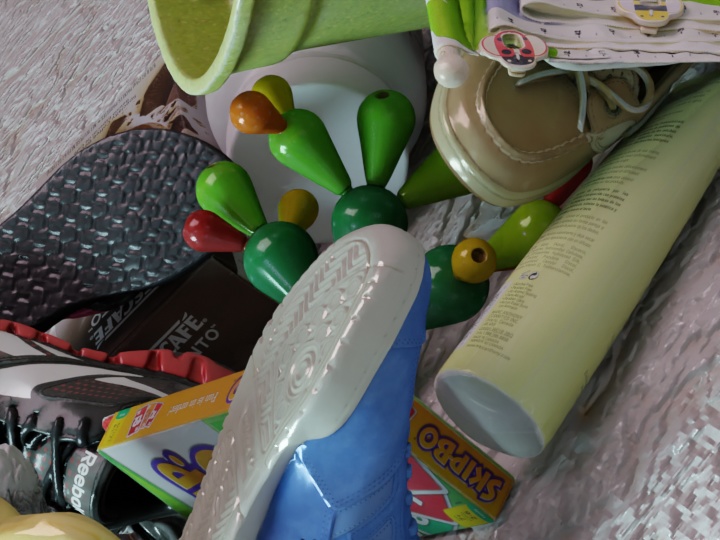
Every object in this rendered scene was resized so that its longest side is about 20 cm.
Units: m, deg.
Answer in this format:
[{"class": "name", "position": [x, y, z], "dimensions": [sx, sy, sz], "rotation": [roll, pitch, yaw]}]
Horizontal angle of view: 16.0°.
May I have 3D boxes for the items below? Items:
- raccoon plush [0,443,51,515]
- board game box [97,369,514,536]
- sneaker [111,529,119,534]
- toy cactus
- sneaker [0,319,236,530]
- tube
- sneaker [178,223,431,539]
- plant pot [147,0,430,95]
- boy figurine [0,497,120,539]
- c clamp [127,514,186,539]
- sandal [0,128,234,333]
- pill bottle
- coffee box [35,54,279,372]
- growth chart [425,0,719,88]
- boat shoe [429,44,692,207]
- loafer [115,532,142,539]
[{"class": "raccoon plush", "position": [-0.129, 0.178, 1.010], "dimensions": [0.096, 0.201, 0.134], "rotation": [-22, 12, -21]}, {"class": "board game box", "position": [-0.032, 0.081, 1.063], "dimensions": [0.200, 0.095, 0.030], "rotation": [-17, 38, 56]}, {"class": "sneaker", "position": [-0.160, 0.074, 1.329], "dimensions": [0.060, 0.104, 0.200], "rotation": [-38, 25, 32]}, {"class": "toy cactus", "position": [0.000, 0.000, 1.120], "dimensions": [0.199, 0.102, 0.166], "rotation": [8, 85, 25]}, {"class": "sneaker", "position": [-0.147, 0.073, 1.188], "dimensions": [0.098, 0.200, 0.071], "rotation": [-93, 14, -63]}, {"class": "tube", "position": [0.102, -0.015, 1.021], "dimensions": [0.058, 0.052, 0.200], "rotation": [20, 59, 28]}, {"class": "sneaker", "position": [0.004, 0.088, 0.942], "dimensions": [0.201, 0.111, 0.077], "rotation": [-66, 23, 5]}, {"class": "plant pot", "position": [0.011, -0.180, 1.131], "dimensions": [0.200, 0.183, 0.201], "rotation": [177, 90, -72]}, {"class": "boy figurine", "position": [-0.157, 0.133, 0.972], "dimensions": [0.200, 0.064, 0.125], "rotation": [-28, 31, 31]}, {"class": "c clamp", "position": [-0.136, 0.182, 1.209], "dimensions": [0.200, 0.027, 0.171], "rotation": [-47, 22, 9]}, {"class": "sandal", "position": [-0.139, -0.008, 1.239], "dimensions": [0.200, 0.075, 0.045], "rotation": [-28, -10, 19]}, {"class": "pill bottle", "position": [-0.023, -0.101, 1.320], "dimensions": [0.114, 0.114, 0.200], "rotation": [-43, 23, 21]}, {"class": "coffee box", "position": [-0.098, -0.009, 1.326], "dimensions": [0.113, 0.080, 0.200], "rotation": [-43, 32, 18]}, {"class": "growth chart", "position": [0.116, -0.117, 1.023], "dimensions": [0.145, 0.199, 0.018], "rotation": [-105, 13, -54]}, {"class": "boat shoe", "position": [0.100, -0.096, 1.053], "dimensions": [0.063, 0.073, 0.200], "rotation": [-35, 7, 48]}, {"class": "loafer", "position": [-0.066, 0.154, 1.071], "dimensions": [0.072, 0.073, 0.200], "rotation": [-28, 25, -11]}]
